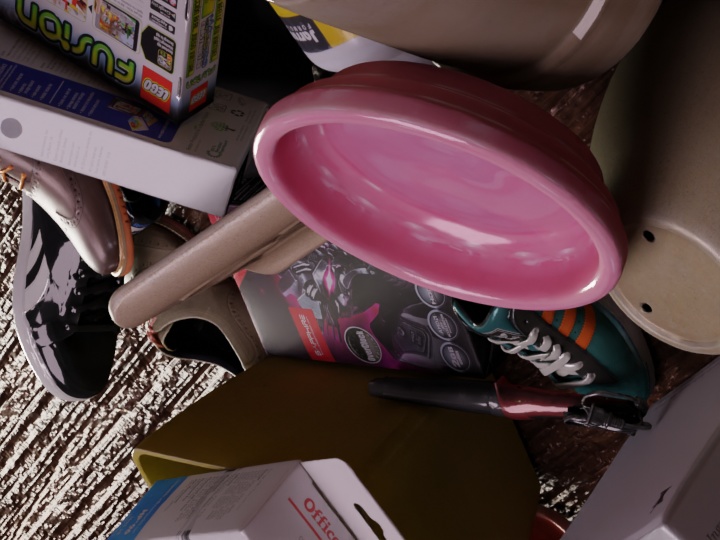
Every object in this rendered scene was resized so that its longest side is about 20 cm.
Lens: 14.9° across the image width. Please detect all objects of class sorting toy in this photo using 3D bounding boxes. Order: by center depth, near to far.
[{"bbox_3d":[-0.038,-0.038,1.600,0.185,0.200,0.037,-33,84,25],"label":"sorting toy"}]

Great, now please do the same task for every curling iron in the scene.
[{"bbox_3d":[0.089,0.077,1.691,0.200,0.026,0.050,6,172,36],"label":"curling iron"}]

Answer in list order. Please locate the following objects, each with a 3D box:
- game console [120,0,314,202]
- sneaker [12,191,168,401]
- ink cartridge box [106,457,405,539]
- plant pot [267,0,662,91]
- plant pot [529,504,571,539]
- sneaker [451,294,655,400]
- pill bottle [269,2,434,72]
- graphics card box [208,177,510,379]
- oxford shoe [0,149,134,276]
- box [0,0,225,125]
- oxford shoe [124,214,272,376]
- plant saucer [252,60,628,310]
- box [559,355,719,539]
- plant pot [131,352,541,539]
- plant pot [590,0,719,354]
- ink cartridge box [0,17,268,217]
[{"bbox_3d":[-0.129,-0.156,1.688,0.176,0.116,0.201,28,135,48],"label":"game console"},{"bbox_3d":[-0.178,-0.009,1.859,0.112,0.073,0.201,0,96,49],"label":"sneaker"},{"bbox_3d":[-0.057,0.185,1.711,0.200,0.068,0.116,-14,119,51],"label":"ink cartridge box"},{"bbox_3d":[0.030,-0.188,1.346,0.200,0.173,0.201,4,95,50],"label":"plant pot"},{"bbox_3d":[0.110,0.298,1.897,0.200,0.201,0.195,4,140,43],"label":"plant pot"},{"bbox_3d":[0.101,0.026,1.674,0.071,0.080,0.200,-12,123,51],"label":"sneaker"},{"bbox_3d":[-0.006,-0.181,1.519,0.112,0.112,0.200,-12,119,51],"label":"pill bottle"},{"bbox_3d":[0.000,0.000,1.771,0.200,0.051,0.126,5,126,41],"label":"graphics card box"},{"bbox_3d":[-0.209,-0.071,1.691,0.200,0.073,0.071,54,150,17],"label":"oxford shoe"},{"bbox_3d":[-0.166,-0.177,1.584,0.200,0.035,0.110,31,135,23],"label":"box"},{"bbox_3d":[-0.134,0.015,1.909,0.200,0.075,0.071,23,142,27],"label":"oxford shoe"},{"bbox_3d":[0.045,-0.048,1.411,0.200,0.051,0.201,18,158,7],"label":"plant saucer"},{"bbox_3d":[0.218,0.148,1.589,0.131,0.200,0.199,40,147,-3],"label":"box"},{"bbox_3d":[0.006,0.147,1.827,0.200,0.176,0.200,8,135,41],"label":"plant pot"},{"bbox_3d":[0.197,-0.034,1.462,0.200,0.134,0.201,28,145,22],"label":"plant pot"},{"bbox_3d":[-0.159,-0.094,1.599,0.199,0.100,0.039,19,119,1],"label":"ink cartridge box"}]
